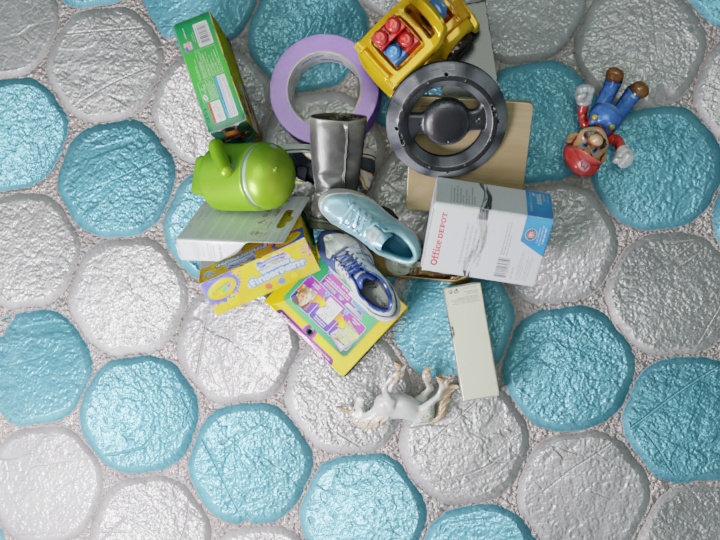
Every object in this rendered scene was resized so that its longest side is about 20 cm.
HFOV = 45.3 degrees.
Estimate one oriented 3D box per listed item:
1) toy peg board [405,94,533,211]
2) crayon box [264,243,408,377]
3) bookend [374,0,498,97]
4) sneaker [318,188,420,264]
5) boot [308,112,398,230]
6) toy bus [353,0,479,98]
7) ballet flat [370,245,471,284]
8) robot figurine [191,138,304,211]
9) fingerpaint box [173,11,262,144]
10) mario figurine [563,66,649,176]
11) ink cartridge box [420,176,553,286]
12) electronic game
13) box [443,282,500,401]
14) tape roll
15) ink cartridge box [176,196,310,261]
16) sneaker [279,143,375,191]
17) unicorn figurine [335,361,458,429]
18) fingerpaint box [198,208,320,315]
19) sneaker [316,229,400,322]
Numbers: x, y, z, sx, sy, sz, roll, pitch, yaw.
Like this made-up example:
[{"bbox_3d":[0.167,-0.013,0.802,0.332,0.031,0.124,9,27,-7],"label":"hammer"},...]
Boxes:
[{"bbox_3d":[0.185,-0.209,1.500,0.198,0.098,0.200,4,114,4],"label":"toy peg board"},{"bbox_3d":[-0.042,0.061,1.560,0.200,0.058,0.173,43,89,6],"label":"crayon box"},{"bbox_3d":[0.143,-0.355,1.544,0.197,0.092,0.201,-9,91,10],"label":"bookend"},{"bbox_3d":[0.021,-0.074,1.460,0.199,0.082,0.074,26,105,-12],"label":"sneaker"},{"bbox_3d":[-0.008,-0.171,1.502,0.181,0.073,0.201,-1,106,-22],"label":"boot"},{"bbox_3d":[0.086,-0.387,1.408,0.200,0.192,0.136,-42,84,10],"label":"toy bus"},{"bbox_3d":[0.108,-0.016,1.546,0.198,0.063,0.069,5,91,6],"label":"ballet flat"},{"bbox_3d":[-0.197,-0.161,1.485,0.199,0.175,0.117,2,79,34],"label":"robot figurine"},{"bbox_3d":[-0.251,-0.329,1.536,0.073,0.167,0.201,-19,87,3],"label":"fingerpaint box"},{"bbox_3d":[0.426,-0.255,1.501,0.123,0.106,0.201,24,81,40],"label":"mario figurine"},{"bbox_3d":[0.211,-0.065,1.465,0.199,0.084,0.146,9,130,1],"label":"ink cartridge box"},{"bbox_3d":[0.140,-0.244,1.410,0.198,0.042,0.201,0,121,-1],"label":"electronic game"},{"bbox_3d":[0.195,0.124,1.523,0.068,0.082,0.201,-9,85,5],"label":"box"},{"bbox_3d":[-0.063,-0.324,1.577,0.199,0.066,0.202,0,88,6],"label":"tape roll"},{"bbox_3d":[-0.203,-0.076,1.522,0.199,0.163,0.057,7,126,13],"label":"ink cartridge box"},{"bbox_3d":[-0.073,-0.183,1.564,0.198,0.078,0.080,3,82,4],"label":"sneaker"},{"bbox_3d":[0.066,0.230,1.528,0.199,0.074,0.138,17,108,-2],"label":"unicorn figurine"},{"bbox_3d":[-0.178,-0.025,1.520,0.199,0.167,0.074,-24,118,4],"label":"fingerpaint box"},{"bbox_3d":[0.000,0.000,1.489,0.075,0.088,0.200,-43,82,-3],"label":"sneaker"}]
